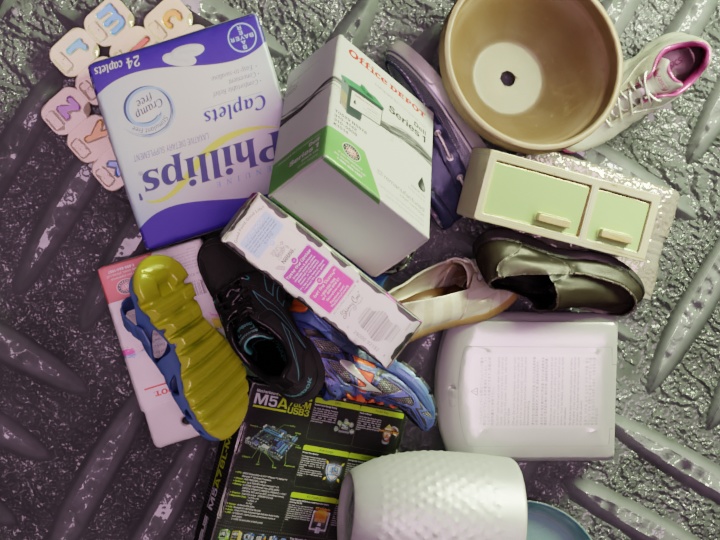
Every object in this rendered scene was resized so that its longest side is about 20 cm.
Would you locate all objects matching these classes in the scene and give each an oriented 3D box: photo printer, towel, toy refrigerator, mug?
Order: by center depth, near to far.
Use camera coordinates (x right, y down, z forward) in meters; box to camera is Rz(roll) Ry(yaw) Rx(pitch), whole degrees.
[{"bbox_3d":[0.063,0.282,1.485,0.174,0.148,0.201,7,128,-12],"label":"mug"},{"bbox_3d":[0.212,-0.070,1.492,0.199,0.070,0.076,14,94,-15],"label":"toy refrigerator"},{"bbox_3d":[0.181,0.128,1.546,0.199,0.069,0.167,0,94,-6],"label":"photo printer"},{"bbox_3d":[0.250,-0.055,1.561,0.199,0.034,0.133,16,92,-7],"label":"towel"}]

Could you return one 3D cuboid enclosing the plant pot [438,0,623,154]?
[{"bbox_3d":[0.172,-0.216,1.502,0.200,0.093,0.202,2,80,-14],"label":"plant pot"}]

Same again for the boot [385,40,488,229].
[{"bbox_3d":[0.069,-0.145,1.514,0.090,0.073,0.200,-38,97,-9],"label":"boot"}]

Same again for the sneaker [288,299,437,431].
[{"bbox_3d":[-0.006,0.112,1.474,0.200,0.075,0.079,35,81,-6],"label":"sneaker"}]

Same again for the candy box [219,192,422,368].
[{"bbox_3d":[-0.042,0.006,1.363,0.200,0.136,0.061,37,89,-8],"label":"candy box"}]

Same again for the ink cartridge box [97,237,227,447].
[{"bbox_3d":[-0.196,0.076,1.502,0.116,0.067,0.201,-16,94,-5],"label":"ink cartridge box"}]

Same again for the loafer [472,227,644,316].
[{"bbox_3d":[0.211,0.018,1.501,0.199,0.073,0.072,15,53,-12],"label":"loafer"}]

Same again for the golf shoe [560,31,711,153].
[{"bbox_3d":[0.297,-0.198,1.528,0.200,0.092,0.075,-36,99,-4],"label":"golf shoe"}]

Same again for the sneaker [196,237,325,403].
[{"bbox_3d":[-0.106,0.043,1.411,0.075,0.079,0.200,-41,70,12],"label":"sneaker"}]

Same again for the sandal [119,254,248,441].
[{"bbox_3d":[-0.183,0.082,1.429,0.079,0.087,0.201,-27,93,-39],"label":"sandal"}]

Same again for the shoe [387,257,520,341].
[{"bbox_3d":[0.098,0.024,1.503,0.199,0.070,0.054,-21,131,-28],"label":"shoe"}]

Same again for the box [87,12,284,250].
[{"bbox_3d":[-0.165,-0.143,1.459,0.183,0.105,0.201,-18,97,-5],"label":"box"}]

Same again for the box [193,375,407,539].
[{"bbox_3d":[-0.062,0.223,1.503,0.199,0.047,0.194,13,91,-30],"label":"box"}]

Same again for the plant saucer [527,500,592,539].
[{"bbox_3d":[0.176,0.356,1.581,0.199,0.027,0.201,0,94,-6],"label":"plant saucer"}]

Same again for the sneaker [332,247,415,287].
[{"bbox_3d":[-0.001,-0.001,1.496,0.077,0.111,0.200,30,90,-7],"label":"sneaker"}]

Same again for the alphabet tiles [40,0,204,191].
[{"bbox_3d":[-0.235,-0.190,1.507,0.196,0.015,0.200,-42,97,-2],"label":"alphabet tiles"}]

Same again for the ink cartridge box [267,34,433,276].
[{"bbox_3d":[-0.005,-0.117,1.392,0.146,0.201,0.084,37,127,-28],"label":"ink cartridge box"}]
